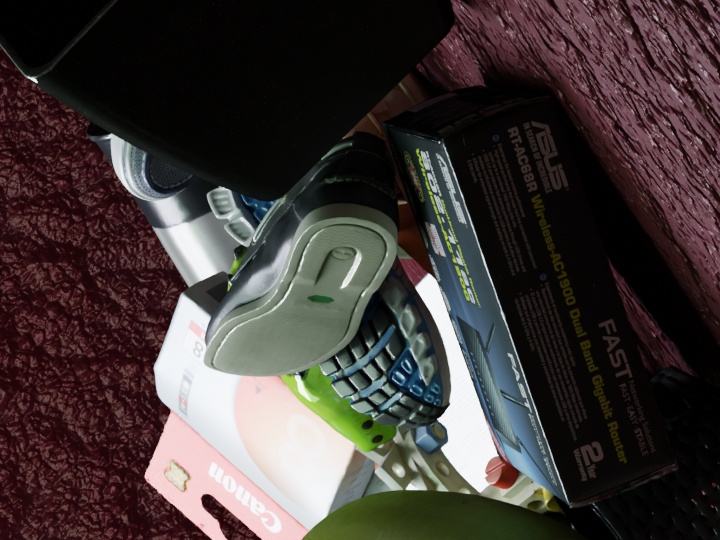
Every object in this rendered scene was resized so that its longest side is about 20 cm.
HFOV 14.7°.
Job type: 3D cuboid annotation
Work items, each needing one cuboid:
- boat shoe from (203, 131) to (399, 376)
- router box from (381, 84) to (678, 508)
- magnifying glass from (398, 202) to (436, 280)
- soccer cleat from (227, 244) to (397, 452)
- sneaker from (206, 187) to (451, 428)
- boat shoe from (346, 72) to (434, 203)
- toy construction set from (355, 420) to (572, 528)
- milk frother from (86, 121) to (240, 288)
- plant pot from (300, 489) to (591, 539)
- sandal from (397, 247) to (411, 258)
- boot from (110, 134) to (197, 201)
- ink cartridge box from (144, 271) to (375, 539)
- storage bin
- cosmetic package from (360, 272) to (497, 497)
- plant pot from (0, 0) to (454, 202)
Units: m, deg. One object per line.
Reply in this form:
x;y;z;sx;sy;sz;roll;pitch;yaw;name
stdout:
-0.031;-0.001;1.517;0.200;0.072;0.068;128;147;-52;boat shoe
0.083;0.009;1.417;0.150;0.062;0.200;-155;44;-77;router box
0.073;0.016;1.602;0.200;0.080;0.022;40;-134;-47;magnifying glass
-0.030;0.039;1.688;0.081;0.067;0.200;57;-177;-33;soccer cleat
0.000;0.000;1.593;0.087;0.075;0.200;-7;-121;-56;sneaker
0.019;-0.072;1.647;0.074;0.069;0.200;58;173;-37;boat shoe
0.091;0.103;1.634;0.131;0.200;0.092;21;-122;-33;toy construction set
-0.054;-0.052;1.835;0.188;0.180;0.200;58;179;-18;milk frother
0.069;0.199;1.506;0.187;0.187;0.200;54;154;-5;plant pot
-0.024;-0.053;1.725;0.201;0.080;0.057;23;-151;-24;sandal
-0.065;-0.112;1.535;0.073;0.200;0.090;14;-159;-39;boot
-0.076;0.123;1.844;0.162;0.050;0.200;39;128;20;ink cartridge box
0.196;0.164;1.493;0.200;0.094;0.135;56;174;-12;storage bin
0.066;0.090;1.770;0.151;0.052;0.200;55;135;11;cosmetic package
-0.073;-0.153;1.379;0.177;0.200;0.200;45;-179;-40;plant pot
